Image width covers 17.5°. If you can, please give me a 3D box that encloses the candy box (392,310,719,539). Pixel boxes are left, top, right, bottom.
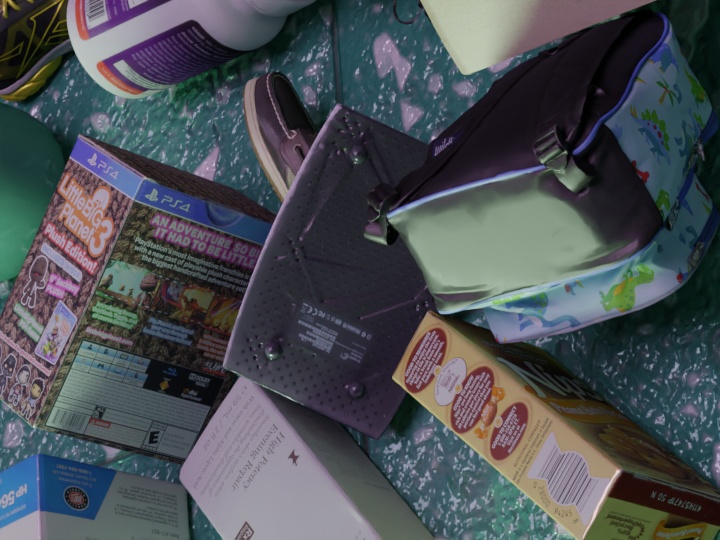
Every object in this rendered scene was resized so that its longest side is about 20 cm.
[{"bbox_3d":[0.123,0.104,1.446,0.200,0.115,0.056,41,105,45],"label":"candy box"}]

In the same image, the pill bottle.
[{"bbox_3d":[-0.125,-0.213,1.808,0.199,0.111,0.112,-18,64,40],"label":"pill bottle"}]

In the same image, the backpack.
[{"bbox_3d":[0.133,-0.056,1.453,0.182,0.147,0.200,-19,23,37],"label":"backpack"}]

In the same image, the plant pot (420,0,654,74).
[{"bbox_3d":[0.113,-0.278,1.489,0.199,0.177,0.200,-19,35,41],"label":"plant pot"}]

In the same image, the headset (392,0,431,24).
[{"bbox_3d":[-0.007,-0.258,1.703,0.200,0.123,0.094,46,141,14],"label":"headset"}]

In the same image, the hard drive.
[{"bbox_3d":[0.000,0.000,1.611,0.134,0.042,0.201,24,98,3],"label":"hard drive"}]

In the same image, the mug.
[{"bbox_3d":[-0.327,-0.071,1.963,0.185,0.114,0.153,27,96,47],"label":"mug"}]

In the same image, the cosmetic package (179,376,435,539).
[{"bbox_3d":[-0.036,0.170,1.618,0.102,0.074,0.200,-58,44,15],"label":"cosmetic package"}]

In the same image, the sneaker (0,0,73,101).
[{"bbox_3d":[-0.271,-0.222,1.978,0.200,0.084,0.075,-47,49,24],"label":"sneaker"}]

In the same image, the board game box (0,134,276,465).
[{"bbox_3d":[-0.166,0.025,1.735,0.097,0.159,0.201,31,99,46],"label":"board game box"}]

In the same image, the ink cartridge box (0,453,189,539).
[{"bbox_3d":[-0.198,0.250,1.701,0.084,0.146,0.201,-26,59,38],"label":"ink cartridge box"}]

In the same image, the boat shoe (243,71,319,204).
[{"bbox_3d":[-0.025,-0.065,1.691,0.066,0.072,0.202,-32,62,23],"label":"boat shoe"}]
